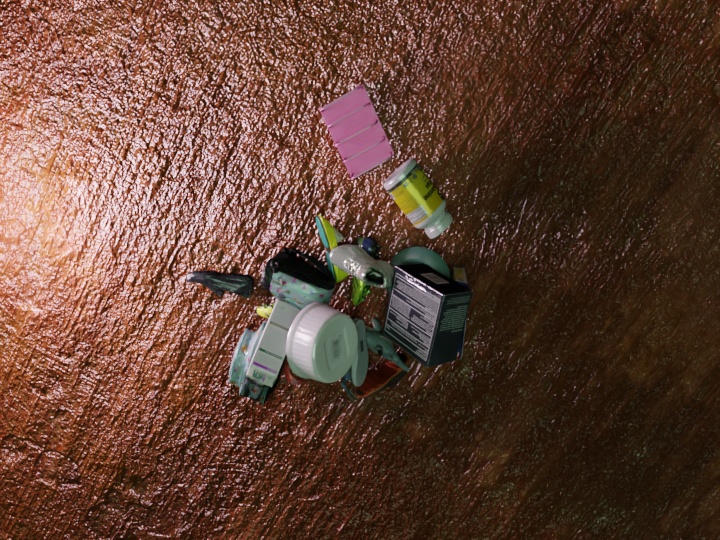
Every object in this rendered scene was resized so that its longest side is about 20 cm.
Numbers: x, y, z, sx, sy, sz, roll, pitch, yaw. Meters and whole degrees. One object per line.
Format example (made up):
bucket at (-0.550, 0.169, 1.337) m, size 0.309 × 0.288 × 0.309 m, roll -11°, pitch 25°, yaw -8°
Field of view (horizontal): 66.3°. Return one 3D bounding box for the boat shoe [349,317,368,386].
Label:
boat shoe at (-0.017, 0.229, 1.571) m, size 0.055 × 0.068 × 0.207 m, roll 10°, pitch 110°, yaw 33°

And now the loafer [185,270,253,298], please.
loafer at (-0.408, 0.041, 1.592) m, size 0.193 × 0.068 × 0.073 m, roll 7°, pitch 96°, yaw -5°

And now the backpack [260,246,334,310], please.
backpack at (-0.168, 0.037, 1.540) m, size 0.195 × 0.168 × 0.129 m, roll 25°, pitch 116°, yaw 2°

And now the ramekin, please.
ramekin at (-0.094, 0.195, 1.453) m, size 0.096 × 0.197 × 0.208 m, roll 11°, pitch 110°, yaw 40°

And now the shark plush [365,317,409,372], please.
shark plush at (0.055, 0.235, 1.612) m, size 0.091 × 0.083 × 0.201 m, roll -42°, pitch 82°, yaw 15°

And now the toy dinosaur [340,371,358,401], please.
toy dinosaur at (-0.040, 0.289, 1.667) m, size 0.105 × 0.200 × 0.182 m, roll -43°, pitch 136°, yaw -2°

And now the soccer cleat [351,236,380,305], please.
soccer cleat at (0.000, 0.000, 1.592) m, size 0.082 × 0.064 × 0.206 m, roll 22°, pitch 110°, yaw 23°

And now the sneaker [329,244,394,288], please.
sneaker at (0.002, -0.010, 1.499) m, size 0.194 × 0.099 × 0.080 m, roll 20°, pitch 107°, yaw 6°

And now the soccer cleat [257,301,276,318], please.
soccer cleat at (-0.208, 0.142, 1.611) m, size 0.193 × 0.065 × 0.087 m, roll 7°, pitch 102°, yaw -3°

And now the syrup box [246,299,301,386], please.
syrup box at (-0.227, 0.192, 1.460) m, size 0.079 × 0.204 × 0.079 m, roll 23°, pitch 147°, yaw -5°

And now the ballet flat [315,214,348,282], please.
ballet flat at (-0.075, -0.068, 1.571) m, size 0.065 × 0.067 × 0.206 m, roll -19°, pitch 108°, yaw -16°

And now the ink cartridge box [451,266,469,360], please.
ink cartridge box at (0.270, 0.114, 1.539) m, size 0.045 × 0.200 × 0.205 m, roll 6°, pitch 105°, yaw 8°

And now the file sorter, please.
file sorter at (-0.010, -0.363, 1.452) m, size 0.136 × 0.126 × 0.204 m, roll -25°, pitch 104°, yaw 8°

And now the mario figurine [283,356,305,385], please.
mario figurine at (-0.143, 0.239, 1.554) m, size 0.122 × 0.106 × 0.203 m, roll 33°, pitch 95°, yaw 13°

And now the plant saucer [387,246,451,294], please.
plant saucer at (0.162, 0.036, 1.578) m, size 0.193 × 0.036 × 0.207 m, roll 5°, pitch 107°, yaw 16°

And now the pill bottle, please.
pill bottle at (0.162, -0.192, 1.504) m, size 0.112 × 0.113 × 0.201 m, roll -38°, pitch 102°, yaw 10°

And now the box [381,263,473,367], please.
box at (0.173, 0.113, 1.468) m, size 0.120 × 0.198 × 0.205 m, roll -3°, pitch 114°, yaw -38°

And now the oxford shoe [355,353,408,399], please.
oxford shoe at (0.071, 0.329, 1.630) m, size 0.197 × 0.071 × 0.074 m, roll -29°, pitch 127°, yaw -25°

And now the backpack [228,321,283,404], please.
backpack at (-0.285, 0.249, 1.574) m, size 0.150 × 0.178 × 0.202 m, roll 27°, pitch 128°, yaw -9°
